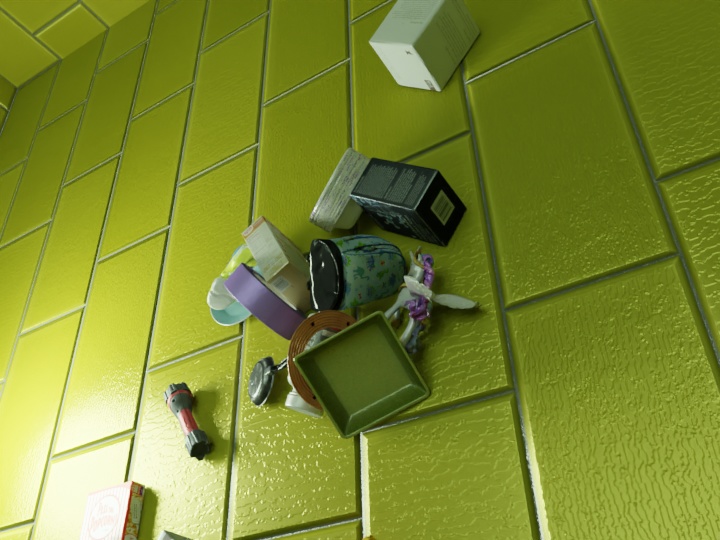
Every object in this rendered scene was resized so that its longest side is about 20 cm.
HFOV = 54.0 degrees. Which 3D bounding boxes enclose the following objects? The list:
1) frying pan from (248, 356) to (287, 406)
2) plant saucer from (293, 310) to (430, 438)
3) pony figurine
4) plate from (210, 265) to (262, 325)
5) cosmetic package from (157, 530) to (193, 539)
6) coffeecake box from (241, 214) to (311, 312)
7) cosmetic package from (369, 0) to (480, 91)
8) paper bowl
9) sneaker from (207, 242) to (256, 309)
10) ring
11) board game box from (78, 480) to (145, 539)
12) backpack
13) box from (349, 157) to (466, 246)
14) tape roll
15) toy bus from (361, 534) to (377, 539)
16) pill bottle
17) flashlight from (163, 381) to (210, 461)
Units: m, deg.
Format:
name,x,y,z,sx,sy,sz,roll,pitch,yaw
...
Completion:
name,x,y,z,sx,sy,sz,roll,pitch,yaw
frying pan,-0.206,0.243,1.556,0.190,0.031,0.115,-16,60,61
plant saucer,0.004,0.199,1.378,0.199,0.200,0.048,-29,12,8
pony figurine,0.117,0.065,1.414,0.193,0.166,0.201,35,100,53
plate,-0.303,0.055,1.811,0.200,0.026,0.201,-20,50,26
cosmetic package,-0.293,0.606,1.288,0.165,0.200,0.165,16,72,43
coffeecake box,-0.183,-0.017,1.677,0.073,0.153,0.200,-41,44,6
cosmetic package,0.165,-0.595,1.802,0.165,0.165,0.200,25,76,45
paper bowl,-0.033,-0.180,1.671,0.201,0.104,0.201,-59,4,7
sneaker,-0.316,0.009,1.799,0.200,0.076,0.105,-50,14,12
ring,-0.060,0.181,1.425,0.019,0.200,0.201,-13,51,57
board game box,-0.579,0.602,1.628,0.151,0.046,0.201,-21,50,25
backpack,0.000,0.000,1.509,0.153,0.200,0.164,16,111,36
box,0.104,-0.153,1.555,0.200,0.148,0.107,19,73,44
tape roll,-0.214,0.070,1.607,0.066,0.200,0.200,-49,44,-2
toy bus,0.024,0.520,1.184,0.200,0.136,0.192,-47,28,-3
pill bottle,-0.088,0.200,1.482,0.110,0.111,0.201,3,67,38
flashlight,-0.405,0.348,1.657,0.068,0.068,0.200,-49,43,6
